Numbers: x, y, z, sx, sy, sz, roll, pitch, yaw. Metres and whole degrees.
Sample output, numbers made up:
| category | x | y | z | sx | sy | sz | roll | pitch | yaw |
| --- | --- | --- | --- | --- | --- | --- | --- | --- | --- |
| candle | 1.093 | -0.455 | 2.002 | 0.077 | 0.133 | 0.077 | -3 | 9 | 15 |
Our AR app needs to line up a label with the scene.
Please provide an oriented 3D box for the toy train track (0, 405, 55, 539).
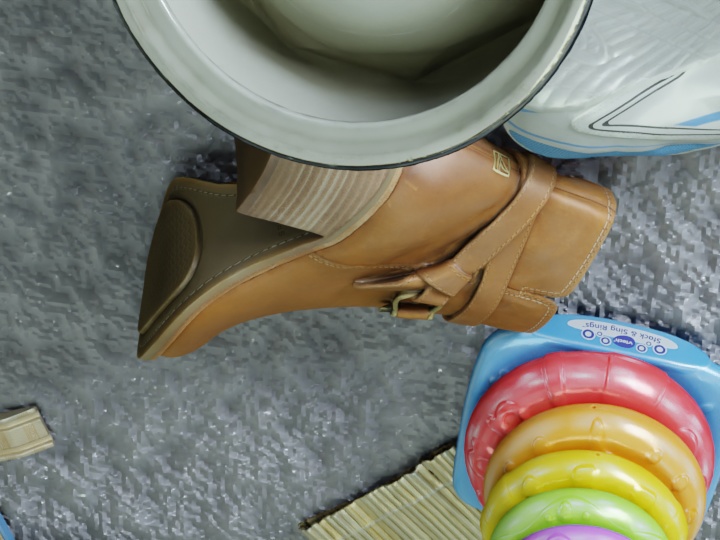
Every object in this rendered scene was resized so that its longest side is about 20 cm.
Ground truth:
| category | x | y | z | sx | sy | sz | roll | pitch | yaw |
| --- | --- | --- | --- | --- | --- | --- | --- | --- | --- |
| toy train track | -0.184 | 0.124 | 1.369 | 0.114 | 0.033 | 0.200 | -12 | 123 | 20 |

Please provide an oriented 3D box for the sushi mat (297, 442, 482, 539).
| category | x | y | z | sx | sy | sz | roll | pitch | yaw |
| --- | --- | --- | --- | --- | --- | --- | --- | --- | --- |
| sushi mat | 0.070 | 0.164 | 1.357 | 0.096 | 0.012 | 0.200 | -32 | 113 | 29 |

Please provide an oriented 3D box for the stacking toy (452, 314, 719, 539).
| category | x | y | z | sx | sy | sz | roll | pitch | yaw |
| --- | --- | --- | --- | --- | --- | --- | --- | --- | --- |
| stacking toy | 0.090 | 0.119 | 1.202 | 0.116 | 0.200 | 0.110 | 12 | 127 | 1 |

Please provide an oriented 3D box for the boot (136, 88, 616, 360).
| category | x | y | z | sx | sy | sz | roll | pitch | yaw |
| --- | --- | --- | --- | --- | --- | --- | --- | --- | --- |
| boot | 0.000 | 0.000 | 1.216 | 0.154 | 0.074 | 0.200 | 14 | 152 | -21 |

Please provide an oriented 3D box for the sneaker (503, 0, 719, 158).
| category | x | y | z | sx | sy | sz | roll | pitch | yaw |
| --- | --- | --- | --- | --- | --- | --- | --- | --- | --- |
| sneaker | 0.150 | -0.082 | 1.136 | 0.199 | 0.072 | 0.073 | -6 | 159 | 11 |

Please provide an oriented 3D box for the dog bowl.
| category | x | y | z | sx | sy | sz | roll | pitch | yaw |
| --- | --- | --- | --- | --- | --- | --- | --- | --- | --- |
| dog bowl | 0.003 | -0.142 | 1.080 | 0.199 | 0.074 | 0.201 | 6 | 107 | 18 |
